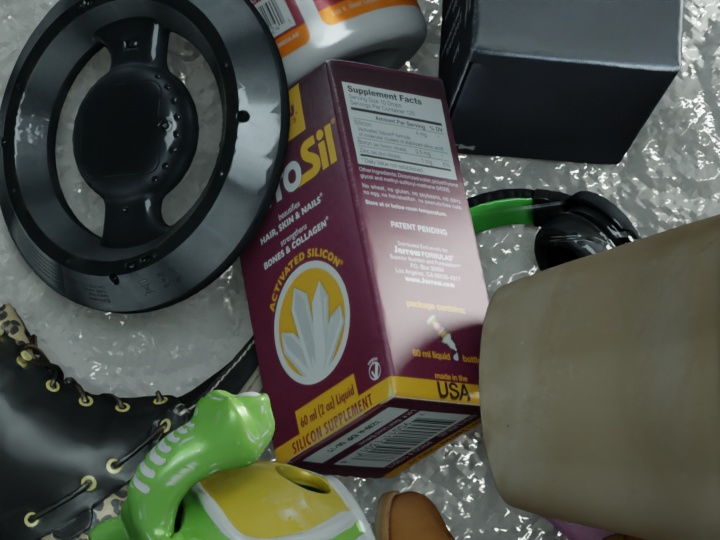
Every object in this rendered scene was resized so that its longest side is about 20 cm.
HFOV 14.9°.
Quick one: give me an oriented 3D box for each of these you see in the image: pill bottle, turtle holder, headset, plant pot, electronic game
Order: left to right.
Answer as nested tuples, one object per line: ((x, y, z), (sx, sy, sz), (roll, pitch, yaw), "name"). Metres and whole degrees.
((-0.125, -0.076, 1.537), (0.199, 0.042, 0.201), (-6, 79, 31), "electronic game")
((-0.064, 0.153, 1.447), (0.131, 0.141, 0.186), (-24, 95, -12), "turtle holder")
((-0.050, -0.198, 1.575), (0.113, 0.113, 0.201), (-23, 80, -8), "pill bottle")
((0.125, 0.004, 1.535), (0.199, 0.094, 0.124), (11, 52, 13), "headset")
((0.158, 0.062, 1.417), (0.173, 0.200, 0.201), (-4, 77, 16), "plant pot")

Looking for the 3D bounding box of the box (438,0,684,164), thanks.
((0.111, -0.182, 1.538), (0.117, 0.197, 0.201), (5, 77, -3), "box")

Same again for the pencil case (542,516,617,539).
((0.187, 0.156, 1.524), (0.200, 0.087, 0.087), (40, 78, 7), "pencil case")

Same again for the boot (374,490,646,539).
((0.097, 0.167, 1.472), (0.155, 0.077, 0.200), (-31, 40, 8), "boot")

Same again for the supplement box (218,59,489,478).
((0.000, 0.000, 1.505), (0.085, 0.110, 0.201), (7, 61, -38), "supplement box")

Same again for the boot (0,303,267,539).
((-0.150, 0.075, 1.532), (0.151, 0.073, 0.200), (42, 84, 6), "boot")
